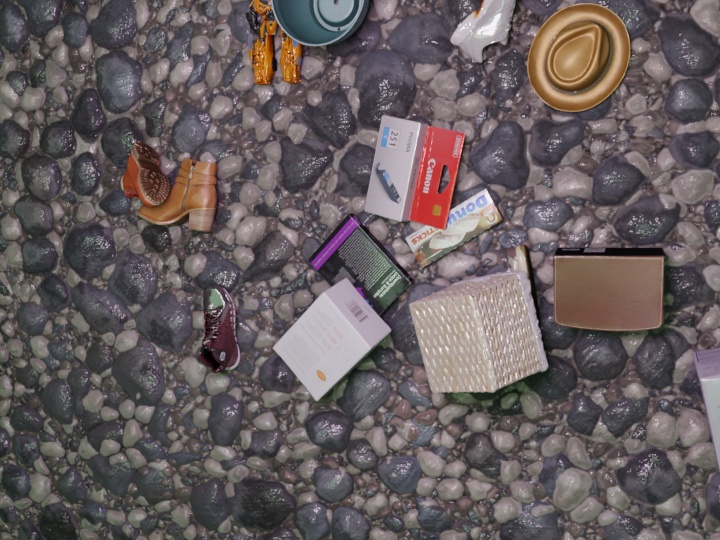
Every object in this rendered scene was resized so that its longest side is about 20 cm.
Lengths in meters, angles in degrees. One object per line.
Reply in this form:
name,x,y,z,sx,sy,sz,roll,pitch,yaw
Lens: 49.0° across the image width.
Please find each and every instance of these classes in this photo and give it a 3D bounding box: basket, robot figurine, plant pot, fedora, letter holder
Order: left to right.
robot figurine,-0.178,-0.499,1.668,0.142,0.058,0.204,1,98,16
plant pot,-0.064,-0.547,1.582,0.196,0.134,0.205,3,99,18
basket,0.224,0.121,1.527,0.197,0.159,0.204,-12,93,52
fedora,0.403,-0.398,1.469,0.197,0.082,0.205,3,99,18
letter holder,0.470,0.034,1.500,0.196,0.100,0.145,1,100,19

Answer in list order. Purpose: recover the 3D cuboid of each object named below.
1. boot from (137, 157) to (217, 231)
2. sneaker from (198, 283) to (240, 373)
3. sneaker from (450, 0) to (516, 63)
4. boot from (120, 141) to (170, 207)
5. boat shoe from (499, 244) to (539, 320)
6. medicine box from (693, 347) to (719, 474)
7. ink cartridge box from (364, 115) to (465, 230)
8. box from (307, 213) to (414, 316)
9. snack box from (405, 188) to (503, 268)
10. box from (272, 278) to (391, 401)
boot,-0.412,-0.178,1.788,0.196,0.076,0.159,9,96,24
sneaker,-0.328,0.135,1.779,0.074,0.115,0.204,-12,94,20
sneaker,0.269,-0.488,1.517,0.092,0.076,0.200,45,116,0
boot,-0.490,-0.189,1.781,0.108,0.074,0.201,-52,41,23
boat shoe,0.315,0.053,1.575,0.065,0.071,0.205,-6,91,25
medicine box,0.668,0.247,1.407,0.101,0.200,0.186,-13,94,22
ink cartridge box,0.107,-0.198,1.605,0.174,0.044,0.204,17,103,28
box,0.000,0.000,1.691,0.200,0.036,0.143,48,110,8
snack box,0.191,-0.085,1.618,0.198,0.024,0.073,-31,85,20
box,-0.061,0.146,1.674,0.153,0.106,0.200,49,122,6
